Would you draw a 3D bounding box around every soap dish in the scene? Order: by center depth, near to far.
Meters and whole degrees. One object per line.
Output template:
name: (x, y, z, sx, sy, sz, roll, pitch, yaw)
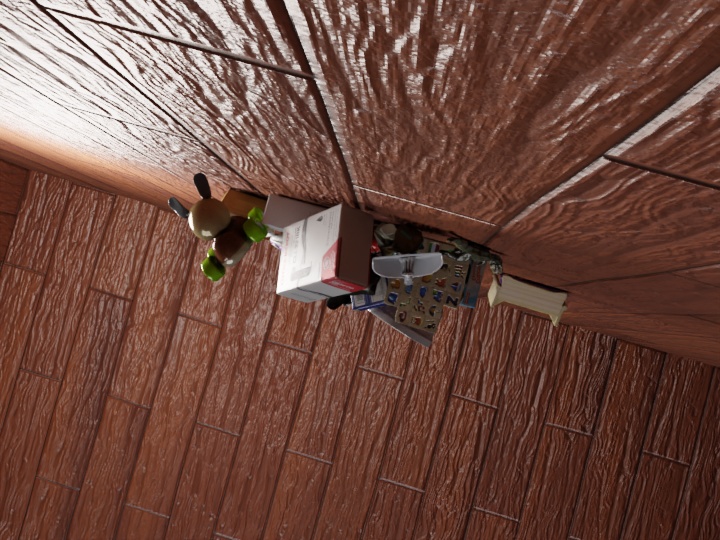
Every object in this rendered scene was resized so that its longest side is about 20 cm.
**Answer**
soap dish: (-0.281, -0.142, 1.730, 0.155, 0.083, 0.200, 17, 178, -14)

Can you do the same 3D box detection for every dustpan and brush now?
dustpan and brush: (0.096, 0.001, 1.407, 0.137, 0.058, 0.200, -4, 178, 4)

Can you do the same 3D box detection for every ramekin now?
ramekin: (0.108, 0.089, 1.684, 0.199, 0.106, 0.200, 33, -179, -1)

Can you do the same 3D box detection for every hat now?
hat: (0.005, 0.012, 1.487, 0.080, 0.203, 0.201, 24, 180, 11)

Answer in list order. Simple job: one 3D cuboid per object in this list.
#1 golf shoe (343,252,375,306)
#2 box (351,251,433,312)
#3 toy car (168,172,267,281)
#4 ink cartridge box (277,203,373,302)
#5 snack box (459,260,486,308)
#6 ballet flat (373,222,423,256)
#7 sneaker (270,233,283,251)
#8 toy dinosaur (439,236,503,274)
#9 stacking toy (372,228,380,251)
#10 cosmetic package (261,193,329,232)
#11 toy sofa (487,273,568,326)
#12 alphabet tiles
golf shoe: (0.000, 0.000, 1.678, 0.077, 0.203, 0.095, 20, -151, 12)
box: (0.068, 0.013, 1.594, 0.197, 0.123, 0.032, -15, 164, 18)
toy car: (-0.327, -0.112, 1.550, 0.200, 0.164, 0.158, 47, -168, -16)
ink cartridge box: (-0.072, -0.028, 1.358, 0.083, 0.147, 0.199, 17, 159, -36)
snack box: (0.229, 0.021, 1.631, 0.037, 0.118, 0.200, 16, 178, -14)
ballet flat: (0.067, -0.068, 1.438, 0.072, 0.068, 0.200, 37, 173, -12)
sneaker: (-0.123, -0.080, 1.714, 0.196, 0.101, 0.075, 6, 165, 10)
toy dinosaur: (0.204, -0.035, 1.383, 0.087, 0.048, 0.198, -7, 161, 45)
stacking toy: (-0.036, -0.073, 1.612, 0.196, 0.087, 0.085, -1, 175, 10)
cosmetic package: (-0.105, -0.105, 1.532, 0.197, 0.072, 0.101, 16, 178, 12)
toy sofa: (0.445, 0.064, 1.847, 0.197, 0.099, 0.083, 16, -158, -1)
alphabet tiles: (0.143, 0.032, 1.535, 0.164, 0.203, 0.008, 15, -164, 11)
